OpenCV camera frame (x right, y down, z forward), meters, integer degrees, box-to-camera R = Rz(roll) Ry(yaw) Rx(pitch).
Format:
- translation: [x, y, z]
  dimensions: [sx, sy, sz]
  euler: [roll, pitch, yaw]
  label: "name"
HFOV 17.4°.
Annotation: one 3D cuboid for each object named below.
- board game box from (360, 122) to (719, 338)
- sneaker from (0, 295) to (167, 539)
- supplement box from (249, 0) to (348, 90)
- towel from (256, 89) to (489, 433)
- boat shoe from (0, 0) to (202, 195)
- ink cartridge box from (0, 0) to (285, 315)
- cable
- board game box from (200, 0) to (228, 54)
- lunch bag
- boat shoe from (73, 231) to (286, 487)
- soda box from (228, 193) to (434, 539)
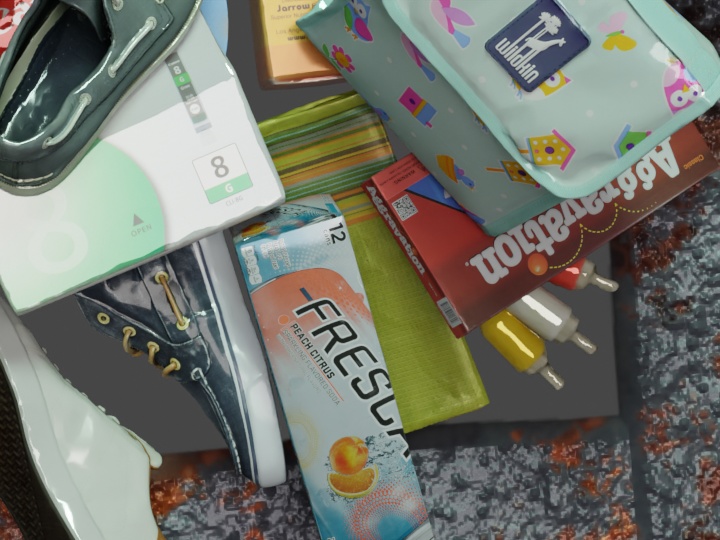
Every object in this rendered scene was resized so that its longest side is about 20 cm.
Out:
- translation: [0.106, -0.054, 1.346]
  dimensions: [0.200, 0.019, 0.103]
  euler: [-32, 91, -26]
  label: "board game box"
- translation: [-0.168, 0.095, 1.334]
  dimensions: [0.085, 0.073, 0.200]
  euler: [-23, 85, -41]
  label: "sneaker"
- translation: [-0.035, -0.205, 1.337]
  dimensions: [0.069, 0.067, 0.200]
  euler: [-8, 93, -8]
  label: "supplement box"
- translation: [0.000, 0.000, 1.344]
  dimensions: [0.086, 0.018, 0.200]
  euler: [-19, 102, 14]
  label: "towel"
- translation: [-0.136, -0.132, 1.235]
  dimensions: [0.073, 0.062, 0.200]
  euler: [29, 77, 7]
  label: "boat shoe"
- translation: [-0.151, -0.098, 1.271]
  dimensions: [0.161, 0.050, 0.200]
  euler: [-24, 97, -7]
  label: "ink cartridge box"
- translation: [0.054, -0.016, 1.358]
  dimensions: [0.200, 0.050, 0.097]
  euler: [28, 95, -8]
  label: "cable"
- translation: [-0.174, -0.131, 1.327]
  dimensions: [0.200, 0.039, 0.158]
  euler: [-3, 83, -3]
  label: "board game box"
- translation: [0.083, -0.124, 1.229]
  dimensions: [0.170, 0.200, 0.122]
  euler: [48, 65, -10]
  label: "lunch bag"
- translation: [-0.108, 0.035, 1.333]
  dimensions: [0.091, 0.071, 0.200]
  euler: [-17, 87, -6]
  label: "boat shoe"
- translation: [-0.016, 0.062, 1.316]
  dimensions: [0.064, 0.068, 0.200]
  euler: [-17, 104, -3]
  label: "soda box"
